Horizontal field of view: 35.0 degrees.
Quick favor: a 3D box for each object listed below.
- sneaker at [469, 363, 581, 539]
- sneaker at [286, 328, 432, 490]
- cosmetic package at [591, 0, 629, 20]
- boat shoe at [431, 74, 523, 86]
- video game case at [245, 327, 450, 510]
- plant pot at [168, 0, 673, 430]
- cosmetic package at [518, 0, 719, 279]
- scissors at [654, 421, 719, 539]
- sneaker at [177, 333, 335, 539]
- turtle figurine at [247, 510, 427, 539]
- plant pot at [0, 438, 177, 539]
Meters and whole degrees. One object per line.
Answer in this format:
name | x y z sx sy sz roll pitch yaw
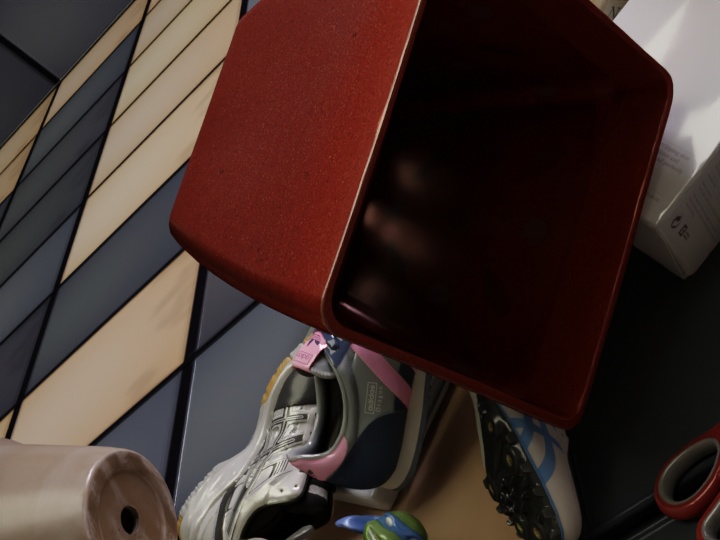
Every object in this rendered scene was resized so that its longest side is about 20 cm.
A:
sneaker | 0.097 0.075 0.667 0.072 0.072 0.200 -7 42 -7
sneaker | 0.000 0.038 0.720 0.070 0.082 0.200 171 105 -67
cosmetic package | 0.157 -0.172 0.741 0.071 0.105 0.200 47 128 33
boat shoe | 0.046 -0.148 0.731 0.199 0.074 0.066 7 96 42
video game case | -0.001 0.085 0.862 0.200 0.023 0.182 -5 52 56
plant pot | 0.018 -0.051 0.599 0.176 0.200 0.200 10 79 46
cosmetic package | 0.203 -0.112 0.667 0.200 0.081 0.113 -49 53 1
scissors | 0.213 0.050 0.563 0.200 0.014 0.073 -55 23 -8
sneaker | -0.036 0.130 0.776 0.088 0.076 0.200 31 86 48
turtle figurine | -0.032 0.218 0.602 0.194 0.144 0.200 -55 21 3
plant pot | -0.255 0.222 0.945 0.173 0.200 0.200 -20 37 24
